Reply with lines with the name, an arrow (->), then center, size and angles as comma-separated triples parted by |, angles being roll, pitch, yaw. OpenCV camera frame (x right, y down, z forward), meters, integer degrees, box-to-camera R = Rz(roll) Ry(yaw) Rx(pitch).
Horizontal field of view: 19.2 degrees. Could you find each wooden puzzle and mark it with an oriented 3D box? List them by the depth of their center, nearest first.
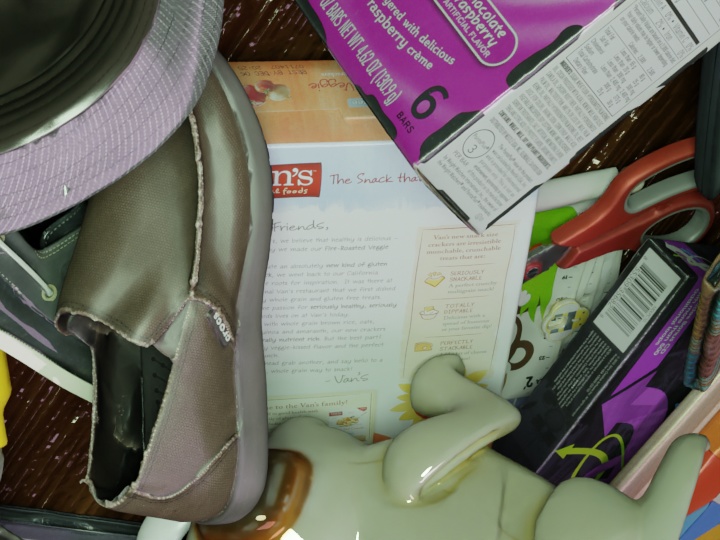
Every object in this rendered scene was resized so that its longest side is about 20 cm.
wooden puzzle -> 0.200, 0.105, 1.141 | 0.200, 0.037, 0.185 | -45, 151, 9

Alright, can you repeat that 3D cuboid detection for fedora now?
fedora -> -0.143, -0.115, 0.703 | 0.177, 0.090, 0.200 | -33, 135, -2

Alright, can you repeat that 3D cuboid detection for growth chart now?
growth chart -> 0.077, 0.027, 1.065 | 0.144, 0.018, 0.200 | -19, 138, -18

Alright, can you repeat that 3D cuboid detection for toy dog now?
toy dog -> 0.024, 0.133, 0.898 | 0.140, 0.200, 0.194 | 89, 21, -59

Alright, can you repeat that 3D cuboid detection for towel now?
towel -> 0.211, -0.044, 0.982 | 0.200, 0.022, 0.147 | -55, 164, -14

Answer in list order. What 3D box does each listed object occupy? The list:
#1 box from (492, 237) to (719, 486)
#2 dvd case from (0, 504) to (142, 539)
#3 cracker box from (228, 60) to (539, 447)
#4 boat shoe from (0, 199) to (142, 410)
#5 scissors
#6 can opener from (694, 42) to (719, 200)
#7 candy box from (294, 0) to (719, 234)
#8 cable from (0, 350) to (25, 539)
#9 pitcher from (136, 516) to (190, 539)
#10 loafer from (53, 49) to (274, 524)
box -> 0.170, 0.051, 1.107 | 0.200, 0.036, 0.143 | 2, 128, -52
dvd case -> -0.195, 0.193, 1.056 | 0.148, 0.016, 0.200 | 15, 121, -43
cracker box -> 0.000, 0.000, 0.924 | 0.134, 0.058, 0.200 | -2, 136, -9
boat shoe -> -0.123, 0.002, 0.851 | 0.068, 0.072, 0.200 | -49, 129, 5
scissors -> 0.090, -0.013, 1.012 | 0.200, 0.014, 0.073 | -19, 142, -15
can opener -> 0.178, -0.107, 0.936 | 0.063, 0.079, 0.200 | 14, 136, 4
candy box -> 0.078, -0.130, 0.802 | 0.200, 0.136, 0.061 | -39, 142, 7
cable -> -0.165, 0.103, 0.894 | 0.097, 0.050, 0.200 | -36, 114, -31
pitcher -> -0.041, 0.154, 1.026 | 0.200, 0.121, 0.172 | -7, 135, -41
loafer -> -0.078, 0.004, 0.811 | 0.071, 0.073, 0.201 | -10, 96, -42
